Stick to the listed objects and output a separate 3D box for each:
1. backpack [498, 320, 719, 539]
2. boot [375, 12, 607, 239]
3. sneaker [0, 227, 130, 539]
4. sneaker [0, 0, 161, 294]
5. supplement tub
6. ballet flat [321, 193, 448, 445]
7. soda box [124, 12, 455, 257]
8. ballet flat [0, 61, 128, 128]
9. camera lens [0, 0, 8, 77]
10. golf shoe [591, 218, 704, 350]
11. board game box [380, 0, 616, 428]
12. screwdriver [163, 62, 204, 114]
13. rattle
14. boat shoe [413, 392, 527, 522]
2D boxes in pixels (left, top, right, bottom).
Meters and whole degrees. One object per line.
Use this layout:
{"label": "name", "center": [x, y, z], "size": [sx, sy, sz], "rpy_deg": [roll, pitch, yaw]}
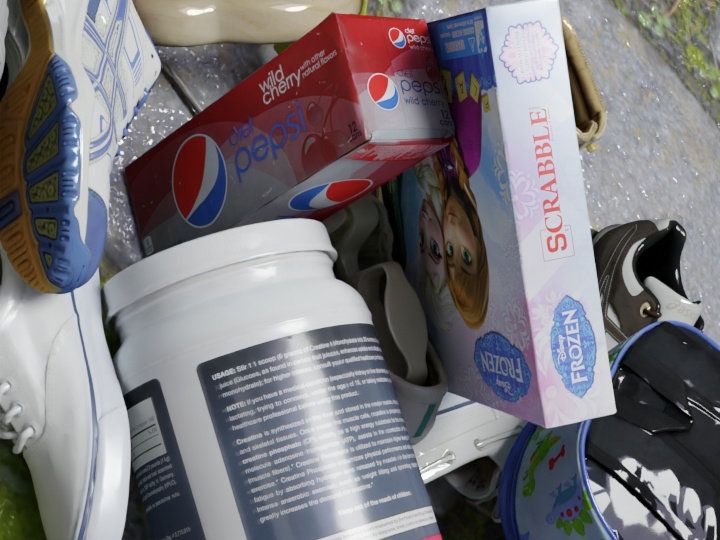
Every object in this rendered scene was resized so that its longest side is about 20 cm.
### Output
{"label": "backpack", "center": [0.175, 0.147, 0.940], "size": [0.200, 0.147, 0.183], "rpy_deg": [45, 49, -7]}
{"label": "boot", "center": [0.077, -0.044, 1.003], "size": [0.073, 0.155, 0.201], "rpy_deg": [21, 57, -33]}
{"label": "sneaker", "center": [-0.162, 0.053, 0.816], "size": [0.070, 0.073, 0.201], "rpy_deg": [2, 60, -31]}
{"label": "sneaker", "center": [-0.131, -0.085, 0.818], "size": [0.088, 0.075, 0.201], "rpy_deg": [11, 68, -45]}
{"label": "supplement tub", "center": [-0.046, 0.089, 0.842], "size": [0.140, 0.140, 0.201], "rpy_deg": [-8, 76, -43]}
{"label": "ballet flat", "center": [0.000, 0.000, 0.927], "size": [0.069, 0.069, 0.201], "rpy_deg": [-2, 59, -42]}
{"label": "soda box", "center": [-0.042, -0.061, 0.874], "size": [0.063, 0.200, 0.070], "rpy_deg": [-3, 73, -42]}
{"label": "ballet flat", "center": [-0.202, -0.131, 0.870], "size": [0.200, 0.066, 0.057], "rpy_deg": [39, 36, -29]}
{"label": "camera lens", "center": [-0.248, -0.055, 0.716], "size": [0.160, 0.160, 0.201], "rpy_deg": [31, 52, -27]}
{"label": "golf shoe", "center": [0.177, 0.055, 1.091], "size": [0.077, 0.094, 0.201], "rpy_deg": [19, 60, -35]}
{"label": "board game box", "center": [0.060, -0.032, 0.870], "size": [0.041, 0.200, 0.201], "rpy_deg": [-11, 96, -16]}
{"label": "screwdriver", "center": [-0.051, -0.043, 0.980], "size": [0.201, 0.029, 0.028], "rpy_deg": [56, 45, -7]}
{"label": "rattle", "center": [-0.095, -0.114, 0.963], "size": [0.199, 0.144, 0.130], "rpy_deg": [-20, 47, -37]}
{"label": "boat shoe", "center": [0.069, 0.107, 0.984], "size": [0.201, 0.074, 0.087], "rpy_deg": [-11, 78, -41]}
